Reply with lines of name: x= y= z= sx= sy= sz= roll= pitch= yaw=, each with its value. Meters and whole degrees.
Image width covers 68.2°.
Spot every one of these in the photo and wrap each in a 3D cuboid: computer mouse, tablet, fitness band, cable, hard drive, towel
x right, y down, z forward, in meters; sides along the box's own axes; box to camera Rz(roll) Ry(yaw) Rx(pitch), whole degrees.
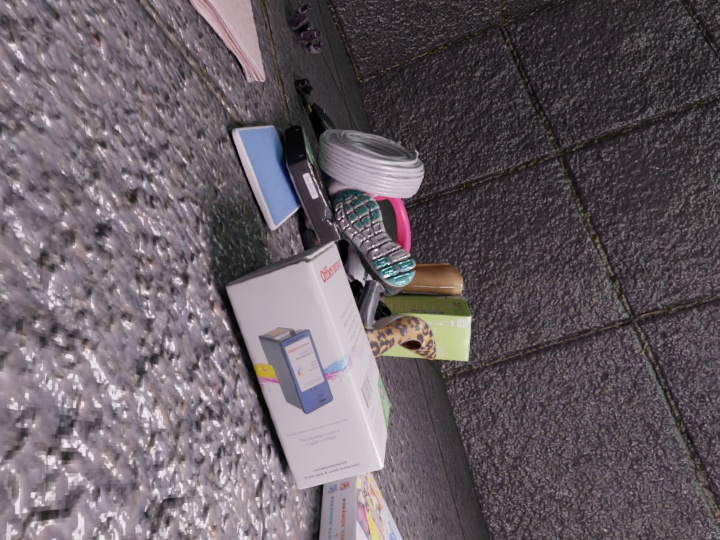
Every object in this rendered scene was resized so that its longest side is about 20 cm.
computer mouse: x=-0.092 y=-0.354 z=1.236 sx=0.140 sy=0.046 sz=0.202 roll=-62 pitch=134 yaw=-79
tablet: x=-0.124 y=-0.135 z=0.738 sx=0.200 sy=0.014 sz=0.131 roll=-73 pitch=145 yaw=-73
computer mouse: x=0.000 y=0.000 z=0.934 sx=0.110 sy=0.044 sz=0.201 roll=41 pitch=19 yaw=-36
fitness band: x=0.047 y=-0.084 z=1.003 sx=0.200 sy=0.037 sz=0.145 roll=-17 pitch=93 yaw=-65
cable: x=0.017 y=-0.194 z=0.954 sx=0.200 sy=0.198 sz=0.070 roll=-99 pitch=-155 yaw=-63
hard drive: x=-0.081 y=-0.144 z=0.862 sx=0.201 sy=0.037 sz=0.141 roll=-105 pitch=174 yaw=-58
towel: x=-0.197 y=-0.394 z=0.741 sx=0.191 sy=0.032 sz=0.202 roll=52 pitch=23 yaw=-68

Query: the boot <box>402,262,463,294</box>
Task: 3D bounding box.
boot: x=0.084 y=0.002 z=1.082 sx=0.176 sy=0.198 sz=0.067 roll=-113 pitch=-155 yaw=-57

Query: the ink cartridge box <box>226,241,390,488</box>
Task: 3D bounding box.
ink cartridge box: x=-0.042 y=0.083 z=0.535 sx=0.145 sy=0.087 sz=0.202 roll=-55 pitch=128 yaw=-79

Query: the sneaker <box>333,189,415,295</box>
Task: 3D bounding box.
sneaker: x=0.013 y=-0.040 z=0.870 sx=0.201 sy=0.077 sz=0.091 roll=61 pitch=-18 yaw=23

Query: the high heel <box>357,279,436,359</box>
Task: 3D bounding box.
high heel: x=0.048 y=0.128 z=0.831 sx=0.200 sy=0.071 sz=0.144 roll=44 pitch=50 yaw=-30

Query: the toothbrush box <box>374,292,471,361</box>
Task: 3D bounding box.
toothbrush box: x=0.100 y=0.099 z=0.996 sx=0.146 sy=0.197 sz=0.087 roll=-67 pitch=160 yaw=-77

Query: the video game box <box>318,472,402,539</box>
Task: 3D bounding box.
video game box: x=0.011 y=0.323 z=0.564 sx=0.183 sy=0.046 sz=0.202 roll=-84 pitch=155 yaw=-64

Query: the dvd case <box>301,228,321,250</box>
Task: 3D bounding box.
dvd case: x=-0.044 y=0.041 z=0.861 sx=0.143 sy=0.017 sz=0.202 roll=33 pitch=41 yaw=-75

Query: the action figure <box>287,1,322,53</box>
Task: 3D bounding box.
action figure: x=-0.144 y=-0.655 z=1.444 sx=0.200 sy=0.069 sz=0.131 roll=-94 pitch=159 yaw=-66

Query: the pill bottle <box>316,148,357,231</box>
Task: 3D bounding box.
pill bottle: x=-0.028 y=-0.176 z=1.082 sx=0.113 sy=0.111 sz=0.201 roll=62 pitch=14 yaw=-47
